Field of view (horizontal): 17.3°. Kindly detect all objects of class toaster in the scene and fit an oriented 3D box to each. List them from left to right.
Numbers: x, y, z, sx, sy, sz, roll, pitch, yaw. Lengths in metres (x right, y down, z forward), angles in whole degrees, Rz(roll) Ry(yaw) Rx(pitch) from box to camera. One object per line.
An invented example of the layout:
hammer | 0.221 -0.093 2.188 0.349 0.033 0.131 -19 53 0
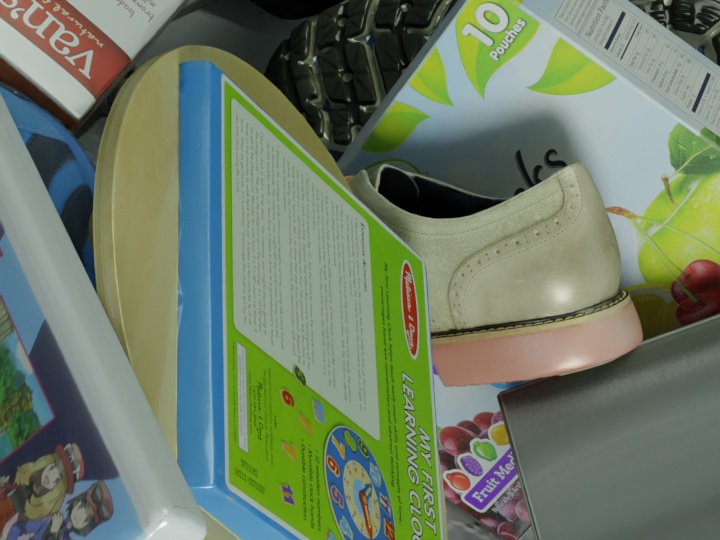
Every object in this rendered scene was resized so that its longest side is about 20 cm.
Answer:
toaster | 0.131 0.126 0.779 0.181 0.118 0.200 -104 175 -45

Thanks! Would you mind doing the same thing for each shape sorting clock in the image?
shape sorting clock | -0.023 0.032 0.683 0.200 0.039 0.201 45 34 -42

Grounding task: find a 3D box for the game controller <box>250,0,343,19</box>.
game controller | -0.031 -0.156 0.995 0.104 0.042 0.200 31 23 5

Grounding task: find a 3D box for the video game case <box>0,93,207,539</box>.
video game case | -0.147 0.042 0.622 0.023 0.182 0.200 31 25 -53

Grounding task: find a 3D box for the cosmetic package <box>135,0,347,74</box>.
cosmetic package | -0.032 -0.119 1.055 0.199 0.052 0.151 20 37 -26

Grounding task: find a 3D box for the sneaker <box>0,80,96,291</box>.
sneaker | -0.111 0.006 0.701 0.078 0.066 0.200 12 38 -50

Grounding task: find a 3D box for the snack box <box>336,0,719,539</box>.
snack box | 0.056 -0.007 0.854 0.142 0.200 0.053 35 39 -3

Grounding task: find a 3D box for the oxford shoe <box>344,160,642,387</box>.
oxford shoe | 0.000 0.000 0.816 0.071 0.199 0.074 -30 112 -62

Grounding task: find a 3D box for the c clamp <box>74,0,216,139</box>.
c clamp | -0.080 -0.031 0.811 0.170 0.027 0.200 -27 40 -13

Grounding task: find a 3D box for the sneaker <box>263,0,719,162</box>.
sneaker | 0.058 -0.057 0.933 0.199 0.089 0.079 2 59 -2

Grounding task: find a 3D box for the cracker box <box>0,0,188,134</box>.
cracker box | -0.110 -0.141 0.832 0.134 0.058 0.200 40 51 -7
